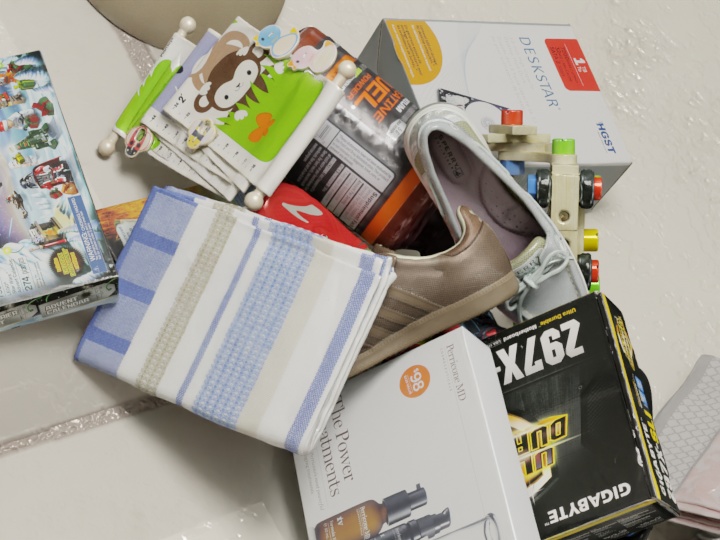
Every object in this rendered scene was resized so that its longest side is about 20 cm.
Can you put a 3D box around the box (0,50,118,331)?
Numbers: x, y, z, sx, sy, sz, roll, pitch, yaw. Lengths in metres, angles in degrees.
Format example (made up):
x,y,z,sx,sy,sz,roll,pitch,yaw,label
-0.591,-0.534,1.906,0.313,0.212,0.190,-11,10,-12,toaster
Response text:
x,y,z,sx,sy,sz,roll,pitch,yaw,label
-0.262,-0.053,1.206,0.136,0.040,0.201,-16,64,-17,box

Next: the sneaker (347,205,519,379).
x,y,z,sx,sy,sz,roll,pitch,yaw,label
0.009,0.025,1.201,0.199,0.070,0.076,-25,89,-4,sneaker

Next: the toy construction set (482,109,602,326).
x,y,z,sx,sy,sz,roll,pitch,yaw,label
0.149,-0.030,1.345,0.091,0.131,0.202,-13,95,5,toy construction set

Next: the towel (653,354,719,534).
x,y,z,sx,sy,sz,roll,pitch,yaw,label
0.314,0.137,1.340,0.190,0.032,0.200,10,35,34,towel

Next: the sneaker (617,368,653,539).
x,y,z,sx,sy,sz,roll,pitch,yaw,label
0.187,0.149,1.245,0.073,0.112,0.201,28,67,-10,sneaker

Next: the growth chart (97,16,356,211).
x,y,z,sx,sy,sz,roll,pitch,yaw,label
-0.098,-0.123,1.266,0.199,0.146,0.018,23,-8,41,growth chart

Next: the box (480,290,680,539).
x,y,z,sx,sy,sz,roll,pitch,yaw,label
0.107,0.126,1.200,0.049,0.199,0.161,36,37,-51,box

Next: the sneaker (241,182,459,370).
x,y,z,sx,sy,sz,roll,pitch,yaw,label
0.000,0.000,1.256,0.200,0.085,0.077,42,55,-22,sneaker

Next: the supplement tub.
x,y,z,sx,sy,sz,roll,pitch,yaw,label
0.006,-0.088,1.318,0.199,0.107,0.107,38,47,-1,supplement tub

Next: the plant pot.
x,y,z,sx,sy,sz,roll,pitch,yaw,label
-0.132,-0.298,1.423,0.199,0.135,0.202,15,50,-20,plant pot

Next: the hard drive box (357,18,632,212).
x,y,z,sx,sy,sz,roll,pitch,yaw,label
0.111,-0.132,1.475,0.198,0.077,0.157,-4,59,-31,hard drive box

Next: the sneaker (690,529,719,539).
x,y,z,sx,sy,sz,roll,pitch,yaw,label
0.334,0.219,1.351,0.200,0.073,0.115,-36,88,-37,sneaker

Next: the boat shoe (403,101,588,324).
x,y,z,sx,sy,sz,roll,pitch,yaw,label
0.100,-0.029,1.243,0.203,0.074,0.065,57,7,-13,boat shoe

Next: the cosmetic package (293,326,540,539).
x,y,z,sx,sy,sz,roll,pitch,yaw,label
0.037,0.159,1.165,0.052,0.150,0.201,40,31,-52,cosmetic package

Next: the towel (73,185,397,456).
x,y,z,sx,sy,sz,roll,pitch,yaw,label
-0.087,0.030,1.180,0.199,0.024,0.148,19,77,24,towel

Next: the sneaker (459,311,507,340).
x,y,z,sx,sy,sz,roll,pitch,yaw,label
0.104,0.066,1.309,0.079,0.096,0.201,-7,61,-34,sneaker

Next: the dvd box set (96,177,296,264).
x,y,z,sx,sy,sz,roll,pitch,yaw,label
-0.093,0.000,1.291,0.199,0.029,0.147,-15,67,-37,dvd box set
